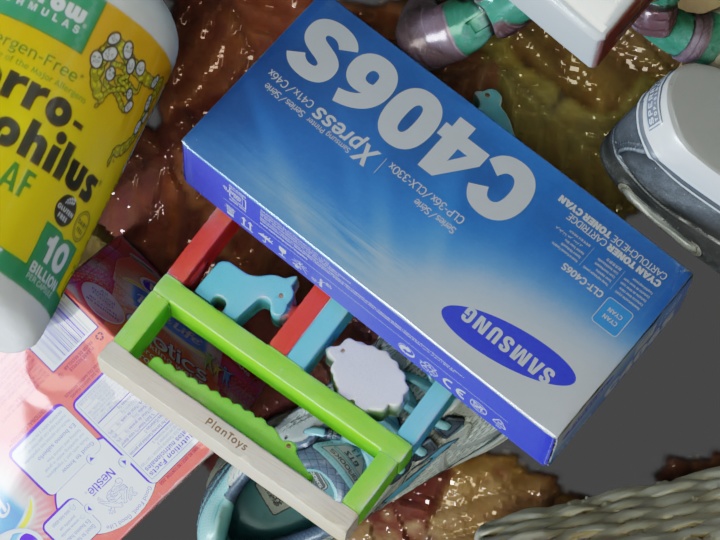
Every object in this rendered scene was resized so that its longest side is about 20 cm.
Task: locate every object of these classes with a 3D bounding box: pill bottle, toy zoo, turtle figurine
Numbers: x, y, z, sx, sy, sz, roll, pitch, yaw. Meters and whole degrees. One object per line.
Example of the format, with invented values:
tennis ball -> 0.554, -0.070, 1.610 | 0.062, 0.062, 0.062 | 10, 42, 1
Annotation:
pill bottle -> -0.144, -0.077, 1.082 | 0.113, 0.113, 0.200 | 24, 75, 5
toy zoo -> 0.000, 0.000, 1.098 | 0.131, 0.020, 0.200 | 34, 72, 11
turtle figurine -> 0.101, -0.146, 1.058 | 0.200, 0.101, 0.150 | -11, 97, 22

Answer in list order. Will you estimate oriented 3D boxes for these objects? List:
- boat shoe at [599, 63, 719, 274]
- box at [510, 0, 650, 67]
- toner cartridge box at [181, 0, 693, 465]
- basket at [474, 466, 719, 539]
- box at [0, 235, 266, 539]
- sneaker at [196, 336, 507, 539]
boat shoe -> 0.189, -0.007, 1.089 | 0.200, 0.072, 0.068 | 33, 143, -12
box -> 0.109, -0.186, 0.931 | 0.106, 0.152, 0.200 | 40, 94, 2
toner cartridge box -> 0.030, -0.019, 1.071 | 0.200, 0.043, 0.095 | 38, 73, 11
basket -> 0.147, 0.158, 1.088 | 0.200, 0.136, 0.124 | -14, 98, 5
box -> -0.150, 0.093, 1.169 | 0.103, 0.095, 0.200 | 44, 108, -1
sneaker -> 0.010, 0.075, 1.134 | 0.200, 0.086, 0.078 | -40, 93, 18
